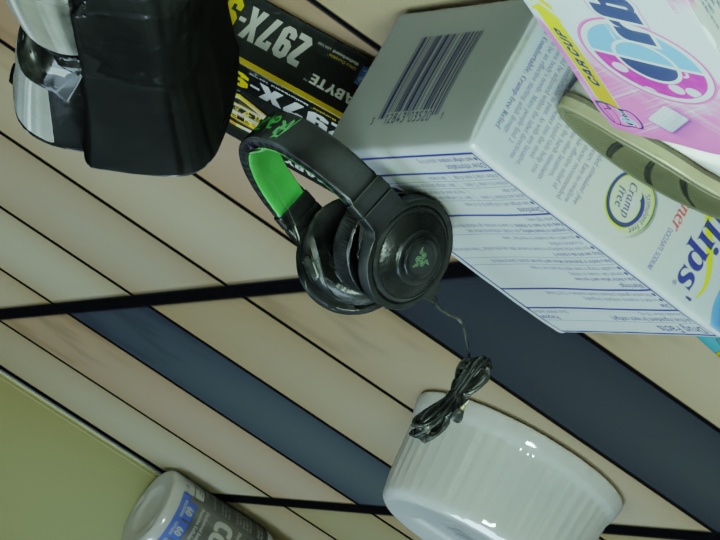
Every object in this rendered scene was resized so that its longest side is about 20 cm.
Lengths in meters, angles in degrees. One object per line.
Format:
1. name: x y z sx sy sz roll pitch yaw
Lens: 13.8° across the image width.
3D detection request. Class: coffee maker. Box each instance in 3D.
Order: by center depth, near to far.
1. coffee maker: -0.121 -0.144 1.712 0.191 0.135 0.200 29 157 17

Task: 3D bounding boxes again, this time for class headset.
1. headset: 0.000 0.000 1.688 0.200 0.094 0.123 46 163 -13

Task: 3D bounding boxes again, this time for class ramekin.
1. ramekin: 0.115 0.196 2.541 0.200 0.098 0.201 27 165 8

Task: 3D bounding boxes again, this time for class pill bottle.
1. pill bottle: -0.175 0.337 3.558 0.200 0.114 0.114 34 165 -19

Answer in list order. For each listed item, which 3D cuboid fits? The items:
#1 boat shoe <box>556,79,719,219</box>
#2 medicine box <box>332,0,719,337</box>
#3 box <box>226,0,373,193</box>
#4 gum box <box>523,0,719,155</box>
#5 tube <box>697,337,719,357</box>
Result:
1. boat shoe: 0.202 -0.061 1.550 0.199 0.069 0.075 27 174 7
2. medicine box: 0.112 -0.055 1.678 0.200 0.103 0.182 35 165 -23
3. box: -0.067 -0.125 1.904 0.199 0.049 0.160 29 164 3
4. gum box: 0.144 -0.133 1.420 0.113 0.066 0.200 17 161 35
5. tube: 0.282 0.070 1.906 0.200 0.050 0.077 36 158 -4
